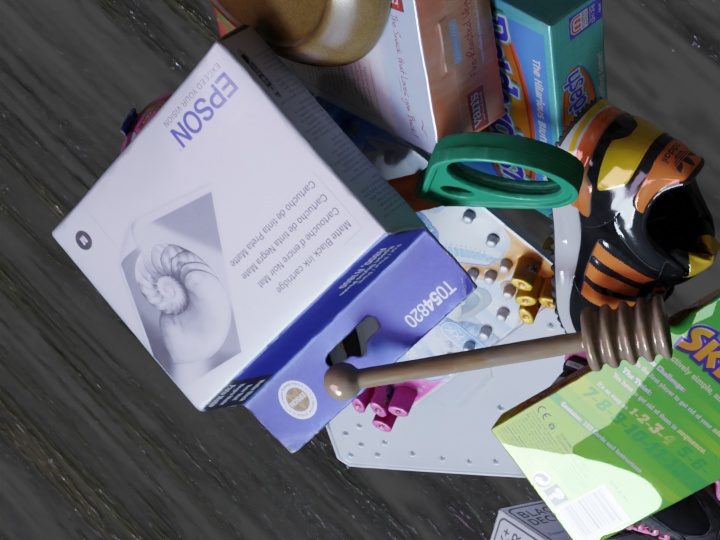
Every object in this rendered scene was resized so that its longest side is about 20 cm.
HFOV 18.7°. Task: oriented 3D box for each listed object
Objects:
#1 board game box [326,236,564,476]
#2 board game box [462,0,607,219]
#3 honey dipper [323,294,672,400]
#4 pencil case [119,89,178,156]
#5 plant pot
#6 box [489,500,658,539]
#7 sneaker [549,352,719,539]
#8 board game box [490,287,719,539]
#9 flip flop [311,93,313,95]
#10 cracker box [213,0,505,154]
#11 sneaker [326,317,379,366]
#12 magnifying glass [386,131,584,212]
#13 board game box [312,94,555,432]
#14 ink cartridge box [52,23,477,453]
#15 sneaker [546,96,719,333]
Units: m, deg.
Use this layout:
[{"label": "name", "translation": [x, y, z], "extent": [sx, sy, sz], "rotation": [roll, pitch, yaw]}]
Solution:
[{"label": "board game box", "translation": [0.057, 0.057, 1.451], "extent": [0.199, 0.026, 0.200], "rotation": [1, 132, 23]}, {"label": "board game box", "translation": [0.059, -0.133, 1.280], "extent": [0.200, 0.045, 0.152], "rotation": [33, 148, 36]}, {"label": "honey dipper", "translation": [0.076, 0.048, 1.239], "extent": [0.038, 0.199, 0.038], "rotation": [-9, -90, -78]}, {"label": "pencil case", "translation": [-0.089, -0.029, 1.470], "extent": [0.086, 0.083, 0.200], "rotation": [-13, 131, 21]}, {"label": "plant pot", "translation": [-0.059, -0.198, 1.194], "extent": [0.200, 0.027, 0.200], "rotation": [38, 146, 32]}, {"label": "box", "translation": [0.188, 0.220, 1.436], "extent": [0.200, 0.116, 0.060], "rotation": [31, 115, 41]}, {"label": "sneaker", "translation": [0.168, 0.136, 1.381], "extent": [0.079, 0.095, 0.200], "rotation": [7, 141, 55]}, {"label": "board game box", "translation": [0.180, 0.082, 1.270], "extent": [0.200, 0.030, 0.096], "rotation": [-33, 98, 33]}, {"label": "flip flop", "translation": [-0.031, -0.152, 1.404], "extent": [0.081, 0.058, 0.200], "rotation": [28, 129, 26]}, {"label": "cracker box", "translation": [-0.011, -0.163, 1.242], "extent": [0.200, 0.058, 0.134], "rotation": [31, 143, 41]}, {"label": "sneaker", "translation": [-0.077, 0.018, 1.352], "extent": [0.199, 0.080, 0.074], "rotation": [20, 137, 8]}, {"label": "magnifying glass", "translation": [0.051, -0.049, 1.217], "extent": [0.079, 0.022, 0.200], "rotation": [18, 165, -26]}, {"label": "board game box", "translation": [0.000, 0.000, 1.375], "extent": [0.200, 0.026, 0.200], "rotation": [38, 134, -13]}, {"label": "ink cartridge box", "translation": [-0.061, -0.007, 1.266], "extent": [0.200, 0.041, 0.200], "rotation": [48, 128, 3]}, {"label": "sneaker", "translation": [0.162, -0.006, 1.241], "extent": [0.090, 0.070, 0.200], "rotation": [26, 149, 31]}]
